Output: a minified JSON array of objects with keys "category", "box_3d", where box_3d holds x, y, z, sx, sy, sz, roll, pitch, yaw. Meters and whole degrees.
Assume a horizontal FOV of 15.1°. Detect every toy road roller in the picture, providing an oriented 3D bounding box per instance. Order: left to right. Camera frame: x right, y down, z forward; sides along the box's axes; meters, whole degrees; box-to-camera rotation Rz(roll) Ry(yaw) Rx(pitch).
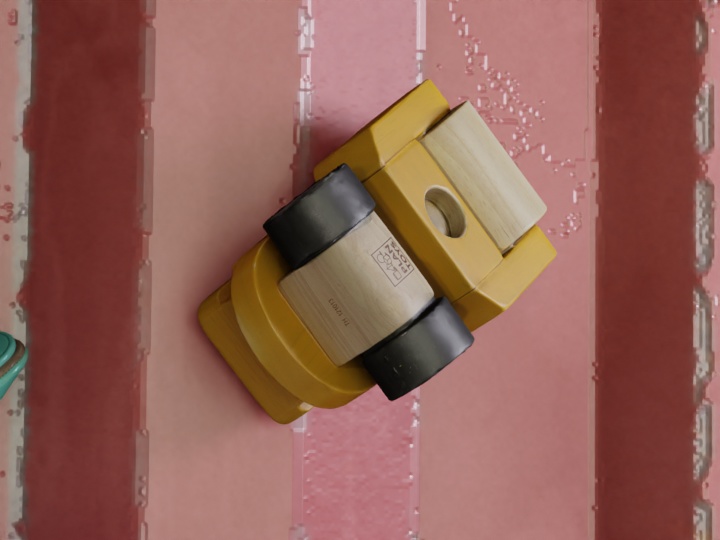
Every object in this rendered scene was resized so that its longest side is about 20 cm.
[{"category":"toy road roller","box_3d":[0.000,0.000,1.497,0.123,0.146,0.200,53,39,-4]}]

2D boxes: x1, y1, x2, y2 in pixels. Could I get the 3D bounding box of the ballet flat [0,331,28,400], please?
[{"category":"ballet flat","box_3d":[-0.261,0.102,1.445,0.199,0.067,0.071,-26,116,-14]}]
